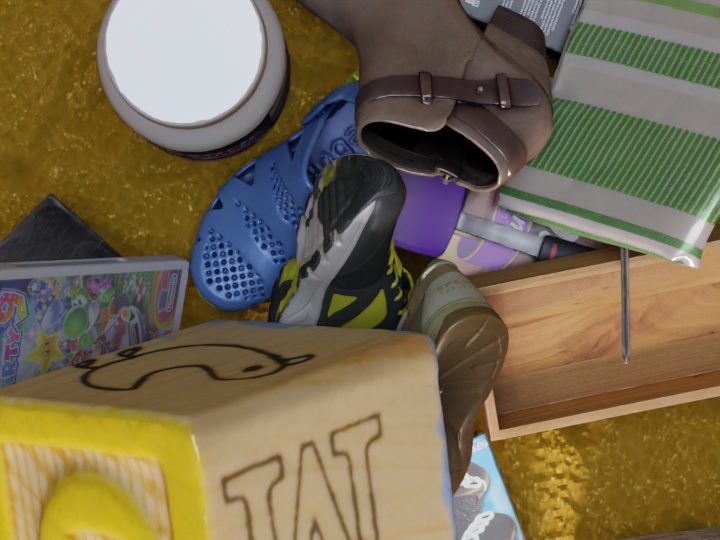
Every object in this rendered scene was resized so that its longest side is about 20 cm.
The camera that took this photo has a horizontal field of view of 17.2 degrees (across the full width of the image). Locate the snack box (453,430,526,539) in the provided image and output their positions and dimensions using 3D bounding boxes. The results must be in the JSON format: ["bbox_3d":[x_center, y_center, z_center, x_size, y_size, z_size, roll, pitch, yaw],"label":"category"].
[{"bbox_3d":[0.008,0.192,1.538,0.199,0.037,0.117,-21,90,0],"label":"snack box"}]

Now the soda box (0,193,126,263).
[{"bbox_3d":[-0.237,0.047,1.478,0.071,0.063,0.200,41,61,1],"label":"soda box"}]

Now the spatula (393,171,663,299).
[{"bbox_3d":[0.097,-0.019,1.490,0.198,0.021,0.057,19,91,-4],"label":"spatula"}]

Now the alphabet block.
[{"bbox_3d":[-0.078,0.147,1.373,0.194,0.199,0.198,0,102,42],"label":"alphabet block"}]

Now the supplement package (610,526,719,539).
[{"bbox_3d":[0.224,0.269,1.504,0.154,0.111,0.202,-7,90,-1],"label":"supplement package"}]

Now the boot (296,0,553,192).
[{"bbox_3d":[0.025,-0.124,1.450,0.198,0.147,0.071,17,133,8],"label":"boot"}]

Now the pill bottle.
[{"bbox_3d":[-0.101,-0.128,1.454,0.115,0.200,0.118,0,90,0],"label":"pill bottle"}]

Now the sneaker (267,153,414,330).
[{"bbox_3d":[0.000,0.000,1.458,0.084,0.200,0.075,12,55,-13],"label":"sneaker"}]

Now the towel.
[{"bbox_3d":[0.181,-0.110,1.446,0.152,0.023,0.201,18,80,37],"label":"towel"}]

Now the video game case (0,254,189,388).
[{"bbox_3d":[-0.188,0.065,1.460,0.018,0.199,0.145,19,104,36],"label":"video game case"}]

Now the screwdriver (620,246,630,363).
[{"bbox_3d":[0.161,-0.033,1.458,0.028,0.029,0.202,0,68,3],"label":"screwdriver"}]

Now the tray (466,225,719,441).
[{"bbox_3d":[0.168,0.035,1.479,0.198,0.037,0.100,-11,106,-2],"label":"tray"}]

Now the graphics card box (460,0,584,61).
[{"bbox_3d":[0.104,-0.211,1.531,0.198,0.051,0.126,20,90,-2],"label":"graphics card box"}]

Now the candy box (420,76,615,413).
[{"bbox_3d":[0.113,-0.016,1.529,0.116,0.056,0.201,27,91,-2],"label":"candy box"}]

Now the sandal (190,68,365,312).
[{"bbox_3d":[-0.034,-0.056,1.513,0.079,0.087,0.200,41,92,-3],"label":"sandal"}]

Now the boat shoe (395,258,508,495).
[{"bbox_3d":[0.030,0.088,1.466,0.073,0.063,0.202,-2,129,-28],"label":"boat shoe"}]
